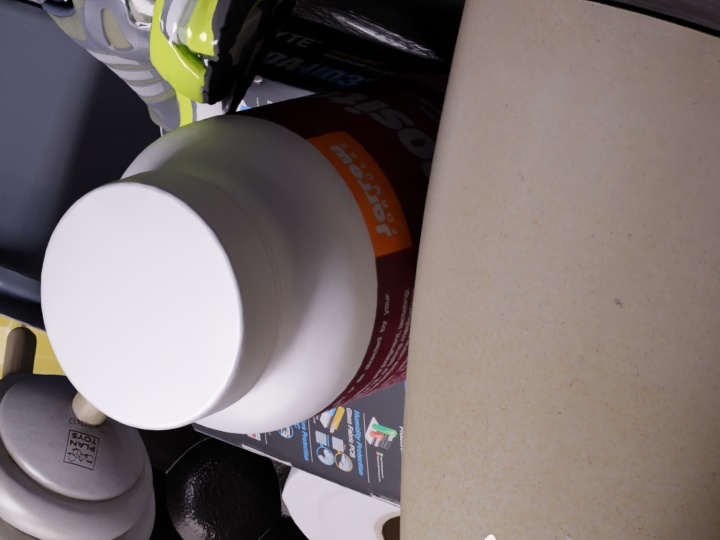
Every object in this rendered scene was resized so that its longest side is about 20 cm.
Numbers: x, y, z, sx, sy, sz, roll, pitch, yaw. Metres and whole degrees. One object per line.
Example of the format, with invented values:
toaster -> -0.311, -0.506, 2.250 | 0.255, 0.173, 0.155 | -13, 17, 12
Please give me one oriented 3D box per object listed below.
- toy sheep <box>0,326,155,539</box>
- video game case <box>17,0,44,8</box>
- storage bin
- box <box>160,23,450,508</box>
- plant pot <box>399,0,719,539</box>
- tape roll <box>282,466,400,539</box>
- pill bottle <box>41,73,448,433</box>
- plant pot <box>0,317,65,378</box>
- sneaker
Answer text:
toy sheep -> -0.159, 0.108, 1.361 | 0.137, 0.201, 0.138 | 17, -141, -15
video game case -> -0.121, -0.118, 1.297 | 0.181, 0.022, 0.200 | 18, 176, 30
storage bin -> -0.135, -0.039, 1.307 | 0.145, 0.135, 0.200 | 19, 178, 21
box -> -0.006, 0.000, 1.208 | 0.158, 0.201, 0.046 | 18, -142, 31
plant pot -> 0.091, 0.033, 0.967 | 0.186, 0.201, 0.187 | 19, 176, 1
tape roll -> 0.067, 0.111, 1.361 | 0.201, 0.071, 0.203 | 18, 155, 8
pill bottle -> -0.021, -0.005, 1.032 | 0.112, 0.114, 0.200 | 18, -161, 28
plant pot -> -0.161, -0.011, 1.726 | 0.188, 0.202, 0.201 | 15, 177, -4
sneaker -> -0.073, -0.098, 1.060 | 0.081, 0.074, 0.200 | 29, 171, 2
